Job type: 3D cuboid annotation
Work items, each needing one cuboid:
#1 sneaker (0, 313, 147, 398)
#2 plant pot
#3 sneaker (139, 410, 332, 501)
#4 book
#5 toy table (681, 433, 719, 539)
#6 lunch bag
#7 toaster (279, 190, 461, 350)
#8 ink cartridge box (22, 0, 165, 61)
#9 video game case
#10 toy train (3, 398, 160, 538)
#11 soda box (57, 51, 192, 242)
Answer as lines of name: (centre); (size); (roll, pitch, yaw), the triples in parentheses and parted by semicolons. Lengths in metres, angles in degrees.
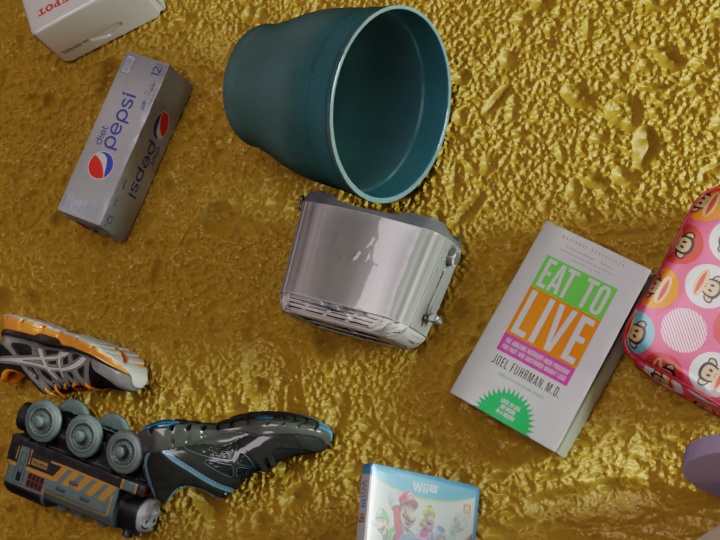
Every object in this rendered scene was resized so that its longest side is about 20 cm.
sneaker: (-0.318, 0.106, 1.765); (0.198, 0.078, 0.078); (14, 86, 31)
plant pot: (-0.037, -0.184, 1.690); (0.187, 0.200, 0.202); (12, 78, 38)
sneaker: (-0.126, 0.191, 1.658); (0.197, 0.073, 0.083); (-4, 92, -1)
book: (0.194, 0.067, 1.604); (0.133, 0.048, 0.201); (27, 86, 29)
toy table: (0.381, 0.226, 1.423); (0.198, 0.184, 0.118); (-2, 56, 28)
lunch bag: (0.364, 0.037, 1.525); (0.175, 0.082, 0.201); (30, 85, 25)
toaster: (0.000, 0.000, 1.655); (0.198, 0.114, 0.131); (14, 81, 22)
ink cartridge box: (-0.334, -0.374, 1.907); (0.145, 0.084, 0.202); (-26, 66, 11)
video game case: (0.052, 0.296, 1.534); (0.018, 0.142, 0.202); (-14, 65, 50)
toy train: (-0.290, 0.209, 1.719); (0.198, 0.085, 0.115); (17, 94, 21)
soda box: (-0.266, -0.140, 1.819); (0.063, 0.068, 0.202); (19, 81, 23)
